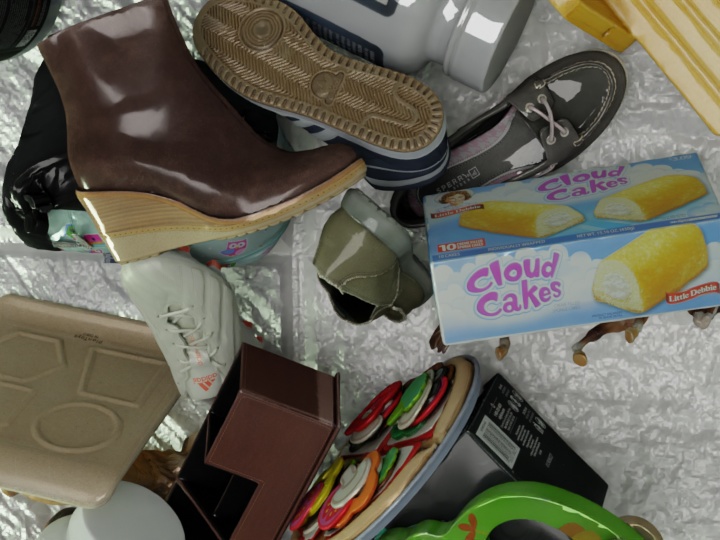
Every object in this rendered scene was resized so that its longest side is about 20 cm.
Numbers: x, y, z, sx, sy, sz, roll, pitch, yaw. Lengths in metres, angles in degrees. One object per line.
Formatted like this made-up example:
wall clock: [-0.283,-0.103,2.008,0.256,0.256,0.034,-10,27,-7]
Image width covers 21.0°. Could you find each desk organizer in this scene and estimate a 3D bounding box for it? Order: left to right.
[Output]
desk organizer: [-0.089,0.158,1.416,0.077,0.072,0.201,21,116,-13]

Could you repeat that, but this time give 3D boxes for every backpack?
backpack: [-0.144,-0.080,1.418,0.199,0.127,0.168,6,70,12]

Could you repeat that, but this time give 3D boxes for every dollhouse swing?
dollhouse swing: [0.238,-0.206,1.284,0.200,0.181,0.176,-40,68,18]

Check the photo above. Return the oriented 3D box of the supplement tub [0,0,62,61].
supplement tub: [-0.308,-0.207,1.413,0.122,0.200,0.123,3,101,14]

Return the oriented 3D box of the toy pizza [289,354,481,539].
toy pizza: [0.010,0.132,1.386,0.032,0.200,0.200,42,109,-10]

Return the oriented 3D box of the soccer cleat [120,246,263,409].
soccer cleat: [-0.118,0.049,1.417,0.069,0.200,0.078,-3,61,19]

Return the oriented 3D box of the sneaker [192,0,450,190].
sneaker: [-0.023,-0.120,1.362,0.199,0.109,0.070,29,82,18]

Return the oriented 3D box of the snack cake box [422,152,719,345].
snack cake box: [0.146,-0.016,1.336,0.199,0.115,0.068,-9,117,3]

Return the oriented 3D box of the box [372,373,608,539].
box: [0.062,0.200,1.408,0.124,0.149,0.200,45,108,0]

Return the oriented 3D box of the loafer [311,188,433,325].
loafer: [0.000,0.000,1.368,0.075,0.200,0.070,41,85,18]

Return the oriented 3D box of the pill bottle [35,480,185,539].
pill bottle: [-0.208,0.252,1.439,0.111,0.111,0.200,37,121,6]

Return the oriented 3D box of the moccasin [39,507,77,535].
moccasin: [-0.171,0.267,1.530,0.200,0.074,0.078,25,121,7]

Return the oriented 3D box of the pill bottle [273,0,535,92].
pill bottle: [0.018,-0.207,1.364,0.199,0.120,0.120,28,106,9]

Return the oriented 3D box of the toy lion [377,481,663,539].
toy lion: [0.082,0.228,1.305,0.191,0.069,0.201,26,109,8]

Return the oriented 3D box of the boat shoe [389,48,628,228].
boat shoe: [0.104,-0.086,1.381,0.199,0.057,0.067,-33,96,27]

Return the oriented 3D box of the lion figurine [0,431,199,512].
lion figurine: [-0.203,0.157,1.475,0.122,0.199,0.073,13,101,48]

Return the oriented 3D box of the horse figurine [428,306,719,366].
horse figurine: [0.148,0.027,1.380,0.199,0.132,0.050,2,113,29]

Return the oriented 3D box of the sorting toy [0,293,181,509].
sorting toy: [-0.234,0.099,1.460,0.184,0.200,0.037,11,125,14]

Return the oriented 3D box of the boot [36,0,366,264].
boot: [-0.108,-0.104,1.296,0.199,0.072,0.167,-15,97,14]
